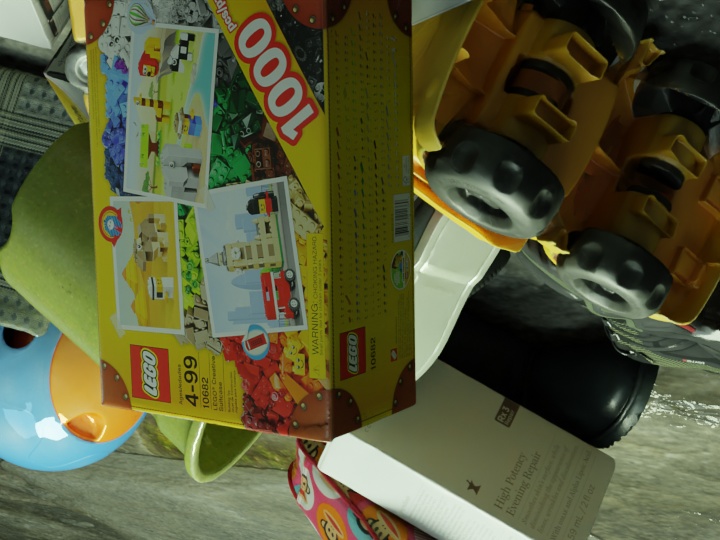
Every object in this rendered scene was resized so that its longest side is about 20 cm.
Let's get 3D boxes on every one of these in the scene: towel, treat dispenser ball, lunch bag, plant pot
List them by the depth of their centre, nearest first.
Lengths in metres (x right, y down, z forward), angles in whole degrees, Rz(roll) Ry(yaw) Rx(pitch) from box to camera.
[{"bbox_3d":[-0.121,0.000,0.763,0.183,0.201,0.201,31,154,12],"label":"plant pot"},{"bbox_3d":[-0.296,-0.065,0.904,0.197,0.196,0.035,16,175,12],"label":"towel"},{"bbox_3d":[0.053,0.183,0.954,0.201,0.174,0.083,51,143,32],"label":"lunch bag"},{"bbox_3d":[-0.295,0.092,1.149,0.198,0.203,0.202,19,152,11],"label":"treat dispenser ball"}]

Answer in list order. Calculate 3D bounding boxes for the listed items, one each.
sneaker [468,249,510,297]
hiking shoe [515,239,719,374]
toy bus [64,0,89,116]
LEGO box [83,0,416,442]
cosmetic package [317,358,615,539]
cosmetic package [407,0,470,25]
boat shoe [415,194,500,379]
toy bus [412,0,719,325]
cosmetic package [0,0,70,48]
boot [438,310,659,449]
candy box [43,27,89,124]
[{"bbox_3d":[0.001,-0.001,0.855,0.198,0.060,0.105,-30,96,14],"label":"sneaker"},{"bbox_3d":[0.179,0.023,0.784,0.198,0.076,0.101,26,149,-4],"label":"hiking shoe"},{"bbox_3d":[-0.129,-0.163,0.668,0.077,0.065,0.203,-2,124,-3],"label":"toy bus"},{"bbox_3d":[-0.054,-0.033,0.575,0.147,0.204,0.077,3,-172,33],"label":"LEGO box"},{"bbox_3d":[0.079,0.145,0.883,0.198,0.102,0.074,29,141,5],"label":"cosmetic package"},{"bbox_3d":[0.010,-0.180,0.569,0.198,0.091,0.107,-13,135,45],"label":"cosmetic package"},{"bbox_3d":[0.029,0.012,0.801,0.072,0.062,0.201,21,117,-28],"label":"boat shoe"},{"bbox_3d":[0.092,-0.066,0.663,0.199,0.137,0.191,34,164,-22],"label":"toy bus"},{"bbox_3d":[-0.201,-0.226,0.663,0.050,0.083,0.201,14,151,13],"label":"cosmetic package"},{"bbox_3d":[0.119,0.075,0.919,0.166,0.077,0.200,24,158,-6],"label":"boot"},{"bbox_3d":[-0.102,-0.099,0.820,0.197,0.062,0.137,13,150,23],"label":"candy box"}]
